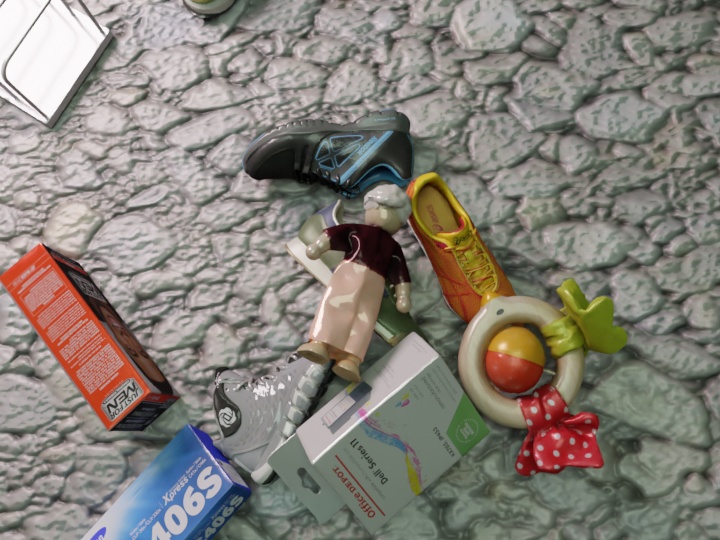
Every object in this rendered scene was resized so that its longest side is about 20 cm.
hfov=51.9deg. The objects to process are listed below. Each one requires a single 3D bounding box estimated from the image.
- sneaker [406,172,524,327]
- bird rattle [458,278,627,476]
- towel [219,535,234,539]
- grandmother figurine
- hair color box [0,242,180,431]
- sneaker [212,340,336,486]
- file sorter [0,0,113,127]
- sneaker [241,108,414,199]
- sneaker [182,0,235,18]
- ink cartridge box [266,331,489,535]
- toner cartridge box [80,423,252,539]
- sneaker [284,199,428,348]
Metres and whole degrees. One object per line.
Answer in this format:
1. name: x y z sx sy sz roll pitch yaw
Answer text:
1. sneaker: 0.108 -0.010 0.790 0.072 0.077 0.202 -36 88 -6
2. bird rattle: 0.177 0.104 0.755 0.159 0.113 0.205 17 95 5
3. towel: -0.137 0.398 0.736 0.170 0.048 0.202 35 83 11
4. grandmother figurine: 0.000 0.000 0.745 0.120 0.060 0.203 31 69 -21
5. hair color box: -0.285 0.074 0.786 0.061 0.102 0.201 -39 79 -5
6. sneaker: -0.094 0.112 0.782 0.114 0.075 0.203 27 82 11
7. file sorter: -0.425 -0.295 0.861 0.197 0.125 0.140 30 81 10
8. sneaker: -0.035 -0.122 0.826 0.195 0.073 0.084 -11 78 2
9. sneaker: -0.142 -0.396 0.882 0.077 0.089 0.201 39 83 11
10. ink cartridge box: 0.017 0.174 0.737 0.199 0.067 0.118 -39 116 -5
11. toner cartridge box: -0.212 0.267 0.754 0.201 0.043 0.095 -48 55 -7
12. sneaker: 0.014 0.005 0.798 0.199 0.067 0.090 41 88 14
